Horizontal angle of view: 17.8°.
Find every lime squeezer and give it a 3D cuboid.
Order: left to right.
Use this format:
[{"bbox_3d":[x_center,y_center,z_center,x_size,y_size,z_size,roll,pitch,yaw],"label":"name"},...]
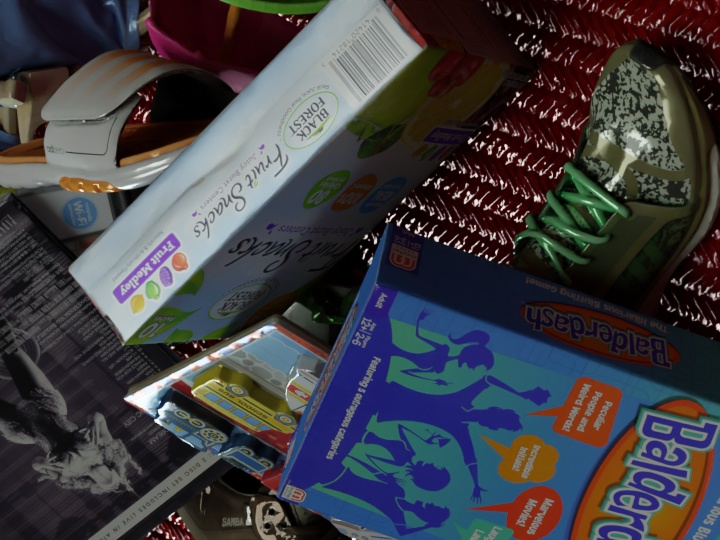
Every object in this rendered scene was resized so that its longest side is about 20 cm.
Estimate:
[{"bbox_3d":[0.000,0.000,1.167,0.200,0.071,0.038,39,177,12],"label":"lime squeezer"}]

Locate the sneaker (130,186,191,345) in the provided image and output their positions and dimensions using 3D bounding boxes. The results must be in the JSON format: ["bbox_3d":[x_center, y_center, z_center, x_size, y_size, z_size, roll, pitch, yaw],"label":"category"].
[{"bbox_3d":[-0.117,-0.011,1.329,0.200,0.076,0.091,-34,57,56],"label":"sneaker"}]

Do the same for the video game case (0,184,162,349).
[{"bbox_3d":[-0.197,0.049,1.242,0.026,0.180,0.200,-101,1,-64],"label":"video game case"}]

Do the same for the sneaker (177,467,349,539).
[{"bbox_3d":[-0.040,0.159,1.302,0.200,0.070,0.076,44,135,28],"label":"sneaker"}]

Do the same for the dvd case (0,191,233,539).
[{"bbox_3d":[-0.174,0.071,1.233,0.200,0.149,0.016,47,-167,-23],"label":"dvd case"}]

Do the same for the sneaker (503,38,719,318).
[{"bbox_3d":[0.101,-0.010,1.040,0.077,0.088,0.200,39,133,33],"label":"sneaker"}]

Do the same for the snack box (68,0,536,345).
[{"bbox_3d":[-0.024,-0.048,1.069,0.200,0.142,0.053,-43,73,18],"label":"snack box"}]

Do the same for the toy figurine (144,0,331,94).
[{"bbox_3d":[-0.045,-0.171,1.123,0.150,0.200,0.184,25,155,-1],"label":"toy figurine"}]

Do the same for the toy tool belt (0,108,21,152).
[{"bbox_3d":[-0.228,-0.012,1.407,0.123,0.125,0.200,-33,64,48],"label":"toy tool belt"}]

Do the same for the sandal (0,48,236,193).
[{"bbox_3d":[-0.129,-0.076,1.133,0.206,0.079,0.059,-1,111,50],"label":"sandal"}]

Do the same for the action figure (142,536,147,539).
[{"bbox_3d":[-0.216,0.140,1.460,0.193,0.200,0.105,21,83,36],"label":"action figure"}]

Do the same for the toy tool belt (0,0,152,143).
[{"bbox_3d":[-0.193,-0.130,1.244,0.123,0.200,0.125,-3,102,52],"label":"toy tool belt"}]

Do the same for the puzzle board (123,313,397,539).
[{"bbox_3d":[-0.005,0.096,1.169,0.200,0.017,0.151,32,148,-22],"label":"puzzle board"}]

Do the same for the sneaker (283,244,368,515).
[{"bbox_3d":[-0.024,0.042,1.232,0.079,0.074,0.201,2,112,33],"label":"sneaker"}]

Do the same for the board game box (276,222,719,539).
[{"bbox_3d":[0.079,0.075,1.045,0.200,0.045,0.152,18,132,-5],"label":"board game box"}]
